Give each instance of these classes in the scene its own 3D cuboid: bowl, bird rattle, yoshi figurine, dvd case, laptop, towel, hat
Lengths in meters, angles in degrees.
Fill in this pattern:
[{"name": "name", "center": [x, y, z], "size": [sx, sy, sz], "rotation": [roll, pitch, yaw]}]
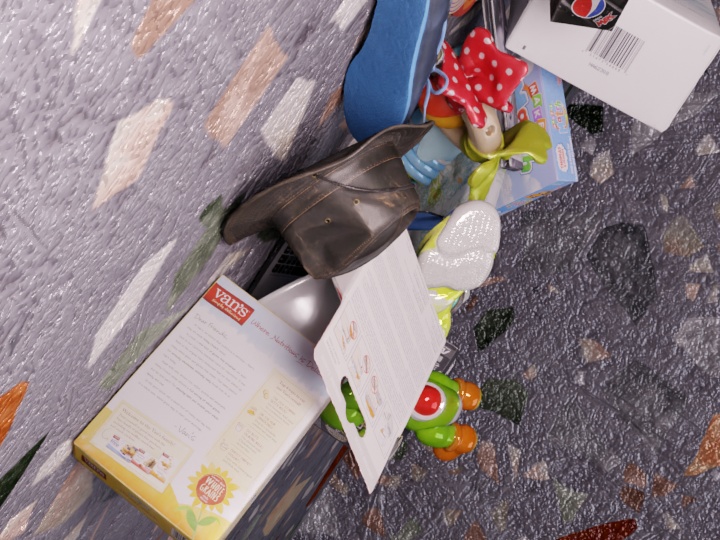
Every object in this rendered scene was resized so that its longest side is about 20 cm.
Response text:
[{"name": "bowl", "center": [-0.046, 0.069, 1.189], "size": [0.199, 0.091, 0.201], "rotation": [-28, 171, -5]}, {"name": "bird rattle", "center": [0.090, -0.154, 1.154], "size": [0.113, 0.163, 0.200], "rotation": [-44, 139, -2]}, {"name": "yoshi figurine", "center": [0.031, 0.143, 1.324], "size": [0.198, 0.113, 0.113], "rotation": [21, 111, -38]}, {"name": "dvd case", "center": [0.151, -0.208, 1.308], "size": [0.149, 0.016, 0.204], "rotation": [-14, 98, -78]}, {"name": "laptop", "center": [0.000, 0.000, 1.257], "size": [0.201, 0.115, 0.187], "rotation": [-56, 160, 9]}, {"name": "towel", "center": [0.078, -0.055, 1.401], "size": [0.170, 0.048, 0.203], "rotation": [-5, -118, 53]}, {"name": "hat", "center": [-0.011, -0.045, 1.011], "size": [0.198, 0.082, 0.201], "rotation": [-28, 177, -1]}]

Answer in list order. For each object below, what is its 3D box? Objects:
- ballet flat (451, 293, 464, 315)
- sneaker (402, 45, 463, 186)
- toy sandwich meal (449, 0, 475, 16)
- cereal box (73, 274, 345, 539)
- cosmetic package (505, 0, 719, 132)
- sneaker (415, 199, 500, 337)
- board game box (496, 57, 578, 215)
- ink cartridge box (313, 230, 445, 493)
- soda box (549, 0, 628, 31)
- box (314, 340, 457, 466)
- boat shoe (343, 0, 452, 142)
[{"name": "ballet flat", "center": [0.023, 0.050, 1.327], "size": [0.197, 0.074, 0.073], "rotation": [-20, 179, 13]}, {"name": "sneaker", "center": [0.085, -0.168, 1.370], "size": [0.130, 0.079, 0.201], "rotation": [-43, -171, 30]}, {"name": "toy sandwich meal", "center": [0.131, -0.296, 1.100], "size": [0.206, 0.070, 0.205], "rotation": [-54, 172, -11]}, {"name": "cereal box", "center": [-0.122, 0.119, 1.032], "size": [0.200, 0.143, 0.040], "rotation": [-49, 171, -29]}, {"name": "cosmetic package", "center": [0.273, -0.284, 1.349], "size": [0.124, 0.197, 0.201], "rotation": [-59, -171, 30]}, {"name": "sneaker", "center": [0.069, -0.005, 1.214], "size": [0.202, 0.075, 0.106], "rotation": [-61, -156, 29]}, {"name": "board game box", "center": [0.168, -0.149, 1.439], "size": [0.036, 0.154, 0.199], "rotation": [-1, 167, -32]}, {"name": "ink cartridge box", "center": [0.005, 0.065, 1.078], "size": [0.201, 0.049, 0.163], "rotation": [-57, 137, -43]}, {"name": "soda box", "center": [0.214, -0.327, 1.154], "size": [0.071, 0.062, 0.203], "rotation": [111, -15, -61]}, {"name": "box", "center": [-0.010, 0.108, 1.427], "size": [0.162, 0.198, 0.049], "rotation": [-51, 161, -28]}, {"name": "boat shoe", "center": [0.044, -0.179, 1.016], "size": [0.068, 0.084, 0.201], "rotation": [-33, 162, -37]}]
